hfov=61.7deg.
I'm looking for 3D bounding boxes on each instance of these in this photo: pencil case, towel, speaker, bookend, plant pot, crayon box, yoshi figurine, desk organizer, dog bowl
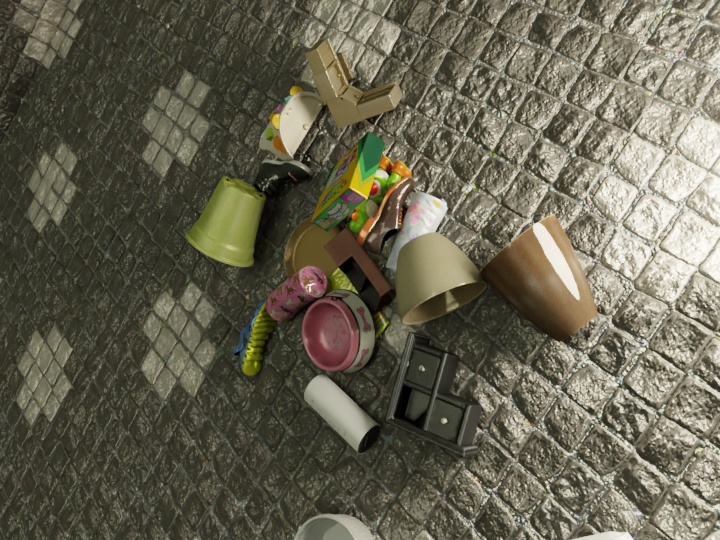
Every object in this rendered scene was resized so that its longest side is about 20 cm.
[{"bbox_3d":[0.130,-0.079,1.395,0.089,0.083,0.205,20,91,31],"label":"pencil case"},{"bbox_3d":[-0.014,0.086,1.477,0.086,0.018,0.201,-44,67,10],"label":"towel"},{"bbox_3d":[-0.044,0.336,1.420,0.199,0.081,0.082,36,99,33],"label":"speaker"},{"bbox_3d":[0.175,0.262,1.289,0.196,0.091,0.204,16,89,33],"label":"bookend"},{"bbox_3d":[-0.115,-0.040,1.577,0.195,0.027,0.206,-8,75,31],"label":"plant pot"},{"bbox_3d":[-0.346,-0.142,1.628,0.199,0.198,0.188,35,106,32],"label":"plant pot"},{"bbox_3d":[0.367,0.029,1.183,0.186,0.186,0.202,-40,76,18],"label":"plant pot"},{"bbox_3d":[-0.032,-0.211,1.454,0.199,0.057,0.176,-34,32,54],"label":"crayon box"},{"bbox_3d":[-0.162,0.060,1.518,0.199,0.085,0.085,-36,76,48],"label":"pencil case"},{"bbox_3d":[0.046,-0.168,1.479,0.111,0.112,0.203,32,82,-7],"label":"yoshi figurine"},{"bbox_3d":[0.000,0.000,1.446,0.076,0.072,0.202,-37,67,3],"label":"desk organizer"},{"bbox_3d":[-0.060,0.150,1.443,0.196,0.073,0.207,4,97,39],"label":"dog bowl"}]

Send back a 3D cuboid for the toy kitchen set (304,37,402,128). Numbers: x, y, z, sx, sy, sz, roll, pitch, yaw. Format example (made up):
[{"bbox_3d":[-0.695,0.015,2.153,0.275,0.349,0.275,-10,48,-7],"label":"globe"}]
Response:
[{"bbox_3d":[-0.005,-0.511,1.535,0.176,0.203,0.165,-10,33,29],"label":"toy kitchen set"}]

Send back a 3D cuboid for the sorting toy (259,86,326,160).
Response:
[{"bbox_3d":[-0.214,-0.402,1.658,0.178,0.106,0.203,-4,53,55],"label":"sorting toy"}]

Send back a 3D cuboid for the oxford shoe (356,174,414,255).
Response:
[{"bbox_3d":[0.075,-0.126,1.394,0.072,0.071,0.202,33,86,19],"label":"oxford shoe"}]

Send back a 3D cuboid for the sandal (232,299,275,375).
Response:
[{"bbox_3d":[-0.290,0.171,1.616,0.086,0.079,0.205,22,91,37],"label":"sandal"}]

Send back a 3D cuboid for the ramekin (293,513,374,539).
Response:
[{"bbox_3d":[-0.050,0.646,1.344,0.196,0.104,0.206,-7,76,31],"label":"ramekin"}]

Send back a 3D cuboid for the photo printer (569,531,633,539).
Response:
[{"bbox_3d":[0.423,0.569,1.080,0.197,0.069,0.170,-26,67,25],"label":"photo printer"}]

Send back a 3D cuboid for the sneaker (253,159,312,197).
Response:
[{"bbox_3d":[-0.215,-0.245,1.646,0.196,0.071,0.101,10,69,40],"label":"sneaker"}]

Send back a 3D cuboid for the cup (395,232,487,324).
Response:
[{"bbox_3d":[0.153,0.007,1.287,0.198,0.199,0.146,-30,69,23],"label":"cup"}]
